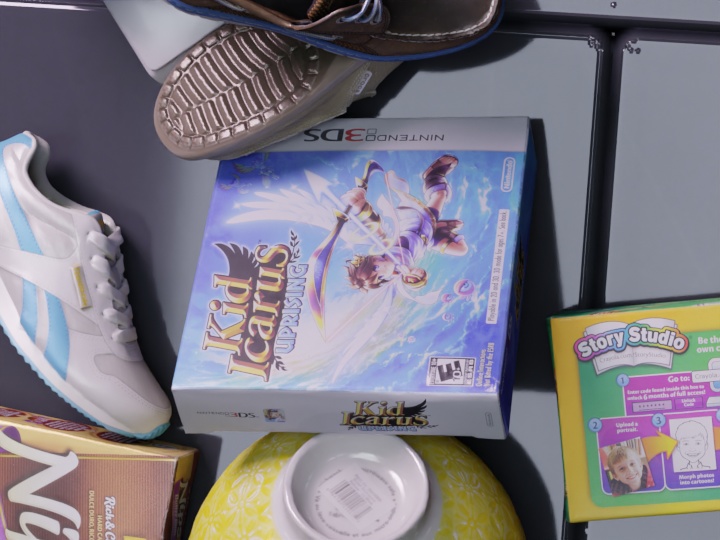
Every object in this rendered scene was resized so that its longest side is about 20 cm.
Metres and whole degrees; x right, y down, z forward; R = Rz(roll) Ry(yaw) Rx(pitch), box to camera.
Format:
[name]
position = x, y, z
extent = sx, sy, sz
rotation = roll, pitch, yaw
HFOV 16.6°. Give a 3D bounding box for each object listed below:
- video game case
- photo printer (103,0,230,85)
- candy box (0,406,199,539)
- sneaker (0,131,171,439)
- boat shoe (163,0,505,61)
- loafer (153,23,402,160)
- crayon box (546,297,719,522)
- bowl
[video game case]
position = 0.000, 0.000, 1.381
extent = 0.181, 0.046, 0.200
rotation = -1, 51, 12
[photo printer]
position = -0.077, -0.228, 1.433
extent = 0.200, 0.069, 0.167
rotation = -33, 86, 11
[candy box]
position = -0.206, 0.145, 1.483
extent = 0.199, 0.056, 0.117
rotation = 10, 94, 9
[sneaker]
position = -0.171, 0.011, 1.460
extent = 0.081, 0.077, 0.200
rotation = -37, 87, 9
[boat shoe]
position = -0.015, -0.152, 1.332
extent = 0.199, 0.072, 0.072
rotation = 4, 93, -9
[loafer]
position = -0.024, -0.120, 1.417
extent = 0.200, 0.068, 0.076
rotation = -31, 64, 3
[crayon box]
position = 0.210, 0.074, 1.394
extent = 0.199, 0.058, 0.119
rotation = -5, 91, 12
[bowl]
position = -0.002, 0.147, 1.364
extent = 0.200, 0.108, 0.201
rotation = 0, 53, 0
